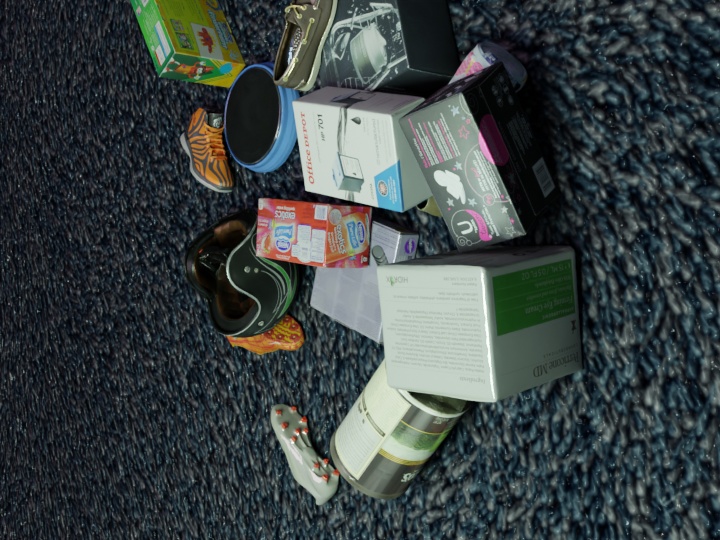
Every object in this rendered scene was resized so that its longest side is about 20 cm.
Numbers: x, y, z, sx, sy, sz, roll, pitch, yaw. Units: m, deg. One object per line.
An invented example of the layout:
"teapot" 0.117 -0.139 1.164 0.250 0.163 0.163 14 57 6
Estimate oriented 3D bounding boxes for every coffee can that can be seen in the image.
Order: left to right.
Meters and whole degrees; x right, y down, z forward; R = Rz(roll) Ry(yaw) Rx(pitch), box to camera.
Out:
"coffee can" 0.060 0.225 1.457 0.147 0.145 0.201 54 129 32

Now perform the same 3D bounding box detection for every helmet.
"helmet" -0.201 0.014 1.712 0.198 0.200 0.192 8 138 48

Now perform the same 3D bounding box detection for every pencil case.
"pencil case" 0.155 -0.228 1.378 0.091 0.083 0.201 50 128 17

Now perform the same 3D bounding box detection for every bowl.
"bowl" -0.187 -0.286 1.794 0.199 0.039 0.204 0 90 48

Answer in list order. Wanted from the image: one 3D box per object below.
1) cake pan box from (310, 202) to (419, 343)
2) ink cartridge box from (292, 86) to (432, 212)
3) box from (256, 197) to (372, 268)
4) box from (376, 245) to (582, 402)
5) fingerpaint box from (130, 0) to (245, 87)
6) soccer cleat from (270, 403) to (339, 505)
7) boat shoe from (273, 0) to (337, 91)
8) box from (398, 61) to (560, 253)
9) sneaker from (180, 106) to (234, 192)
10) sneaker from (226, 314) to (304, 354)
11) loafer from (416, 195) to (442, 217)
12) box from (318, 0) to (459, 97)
"cake pan box" 0.000 0.000 1.589 0.199 0.052 0.187 24 107 46
"ink cartridge box" 0.004 -0.181 1.410 0.198 0.085 0.149 14 123 39
"box" -0.079 -0.063 1.570 0.199 0.094 0.102 9 96 50
"box" 0.160 0.064 1.288 0.198 0.197 0.174 2 100 47
"fingerpaint box" -0.335 -0.462 1.865 0.073 0.165 0.202 -43 62 38
"soccer cleat" -0.109 0.327 1.718 0.201 0.069 0.078 51 130 31
"boat shoe" -0.088 -0.379 1.484 0.072 0.059 0.203 38 120 44
"box" 0.160 -0.150 1.281 0.114 0.132 0.202 -15 108 41
"sneaker" -0.293 -0.250 1.892 0.201 0.077 0.113 54 130 32
"sneaker" -0.174 0.120 1.793 0.198 0.073 0.078 9 135 42
"loafer" 0.082 -0.157 1.475 0.200 0.067 0.077 48 125 36
"box" 0.033 -0.358 1.484 0.195 0.123 0.203 -21 76 45
